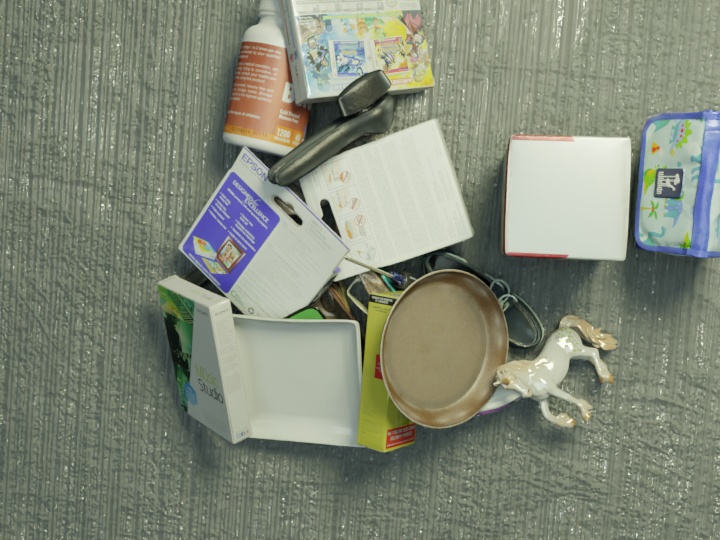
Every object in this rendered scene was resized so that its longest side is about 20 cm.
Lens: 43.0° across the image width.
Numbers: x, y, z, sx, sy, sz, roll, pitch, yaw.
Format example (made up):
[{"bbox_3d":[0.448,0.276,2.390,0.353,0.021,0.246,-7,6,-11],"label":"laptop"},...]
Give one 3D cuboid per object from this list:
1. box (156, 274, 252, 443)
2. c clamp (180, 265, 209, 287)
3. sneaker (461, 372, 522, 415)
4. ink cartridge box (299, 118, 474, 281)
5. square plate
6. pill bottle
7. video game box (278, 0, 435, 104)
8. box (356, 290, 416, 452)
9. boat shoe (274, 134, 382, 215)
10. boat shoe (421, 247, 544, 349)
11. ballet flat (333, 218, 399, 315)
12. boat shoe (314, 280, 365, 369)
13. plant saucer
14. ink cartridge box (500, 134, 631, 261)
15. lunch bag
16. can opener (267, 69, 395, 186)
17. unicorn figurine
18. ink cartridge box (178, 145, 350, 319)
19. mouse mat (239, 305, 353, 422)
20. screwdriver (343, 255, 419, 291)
[{"bbox_3d":[-0.212,0.119,1.238,0.143,0.036,0.203,18,120,48],"label":"box"},{"bbox_3d":[-0.182,0.046,1.305,0.170,0.027,0.201,-33,88,8],"label":"c clamp"},{"bbox_3d":[0.133,0.145,1.245,0.197,0.075,0.101,-4,94,7],"label":"sneaker"},{"bbox_3d":[0.034,-0.092,1.211,0.198,0.047,0.162,-18,97,12],"label":"ink cartridge box"},{"bbox_3d":[-0.087,0.145,1.238,0.197,0.029,0.201,2,118,15],"label":"square plate"},{"bbox_3d":[-0.114,-0.260,1.235,0.111,0.112,0.203,13,95,6],"label":"pill bottle"},{"bbox_3d":[-0.006,-0.320,1.201,0.198,0.047,0.185,-11,90,-29],"label":"video game box"},{"bbox_3d":[0.042,0.130,1.202,0.050,0.075,0.203,10,97,38],"label":"box"},{"bbox_3d":[-0.050,-0.126,1.256,0.197,0.073,0.075,-17,94,2],"label":"boat shoe"},{"bbox_3d":[0.167,0.038,1.242,0.200,0.062,0.075,43,96,3],"label":"boat shoe"},{"bbox_3d":[0.000,0.000,1.261,0.067,0.068,0.202,-31,87,14],"label":"ballet flat"},{"bbox_3d":[-0.028,0.099,1.265,0.071,0.072,0.203,-16,91,8],"label":"boat shoe"},{"bbox_3d":[0.103,0.099,1.171,0.198,0.032,0.203,-3,95,-30],"label":"plant saucer"},{"bbox_3d":[0.252,-0.087,1.156,0.143,0.200,0.147,2,91,6],"label":"ink cartridge box"},{"bbox_3d":[0.408,-0.103,1.134,0.125,0.200,0.173,4,95,7],"label":"lunch bag"},{"bbox_3d":[-0.036,-0.171,1.161,0.199,0.063,0.079,-39,105,-7],"label":"can opener"},{"bbox_3d":[0.255,0.138,1.209,0.137,0.200,0.074,40,140,-1],"label":"unicorn figurine"},{"bbox_3d":[-0.125,-0.033,1.225,0.198,0.043,0.200,44,123,6],"label":"ink cartridge box"},{"bbox_3d":[-0.095,0.145,1.260,0.198,0.008,0.162,-27,107,25],"label":"mouse mat"},{"bbox_3d":[0.033,0.000,1.199,0.028,0.199,0.030,4,75,33],"label":"screwdriver"}]
